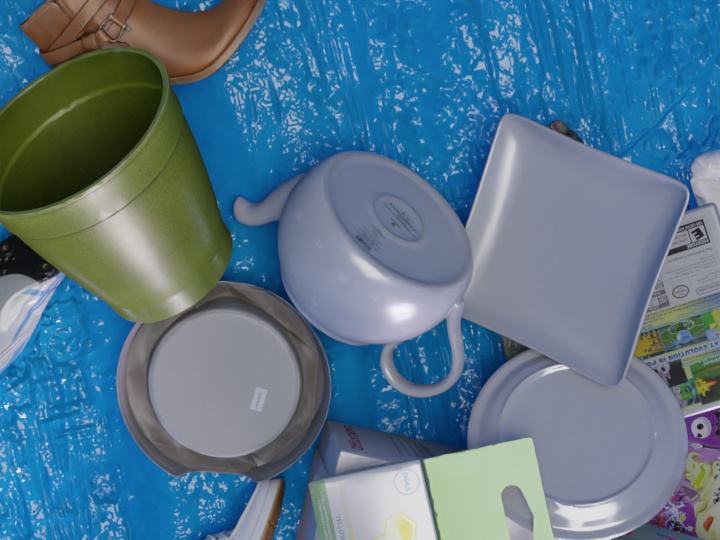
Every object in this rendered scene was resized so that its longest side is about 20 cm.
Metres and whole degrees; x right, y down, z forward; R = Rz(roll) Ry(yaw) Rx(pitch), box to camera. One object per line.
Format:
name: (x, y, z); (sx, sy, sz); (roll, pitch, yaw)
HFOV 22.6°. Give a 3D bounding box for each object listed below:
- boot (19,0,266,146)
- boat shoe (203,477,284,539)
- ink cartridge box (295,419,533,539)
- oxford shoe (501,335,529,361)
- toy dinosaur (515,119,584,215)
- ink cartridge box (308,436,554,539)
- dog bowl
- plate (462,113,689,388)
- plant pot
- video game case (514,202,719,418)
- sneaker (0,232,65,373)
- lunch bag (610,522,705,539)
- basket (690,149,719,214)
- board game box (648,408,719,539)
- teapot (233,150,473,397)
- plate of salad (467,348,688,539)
boot: (-0.198, -0.230, 1.651); (0.200, 0.074, 0.155); (-42, 104, 3)
boat shoe: (-0.135, 0.282, 1.723); (0.069, 0.071, 0.200); (24, 83, 11)
ink cartridge box: (0.049, 0.241, 1.700); (0.199, 0.147, 0.145); (13, 95, -7)
oxford shoe: (0.200, 0.106, 1.751); (0.075, 0.058, 0.200); (-34, 85, 26)
toy dinosaur: (0.189, -0.040, 1.737); (0.088, 0.047, 0.201); (-13, 101, -11)
ink cartridge box: (0.067, 0.235, 1.579); (0.199, 0.048, 0.146); (-12, 86, 6)
dog bowl: (-0.127, 0.102, 1.699); (0.199, 0.059, 0.201); (0, 101, 0)
plate: (0.189, -0.020, 1.659); (0.199, 0.032, 0.200); (25, 107, 27)
plant pot: (-0.213, -0.061, 1.608); (0.200, 0.200, 0.193); (-34, 130, -2)
video game case: (0.264, 0.054, 1.685); (0.200, 0.022, 0.183); (-19, 87, 17)
sneaker: (-0.326, 0.033, 1.684); (0.072, 0.073, 0.200); (33, 79, 19)
lunch bag: (0.238, 0.339, 1.707); (0.170, 0.122, 0.201); (17, 115, 21)
basket: (0.440, -0.032, 1.671); (0.161, 0.198, 0.201); (-16, 99, -40)
board game box: (0.337, 0.222, 1.755); (0.120, 0.032, 0.201); (17, 87, 22)
teapot: (0.000, 0.000, 1.668); (0.197, 0.200, 0.146); (17, 131, -29)
plate of salad: (0.198, 0.157, 1.647); (0.199, 0.048, 0.201); (-2, 61, 4)
